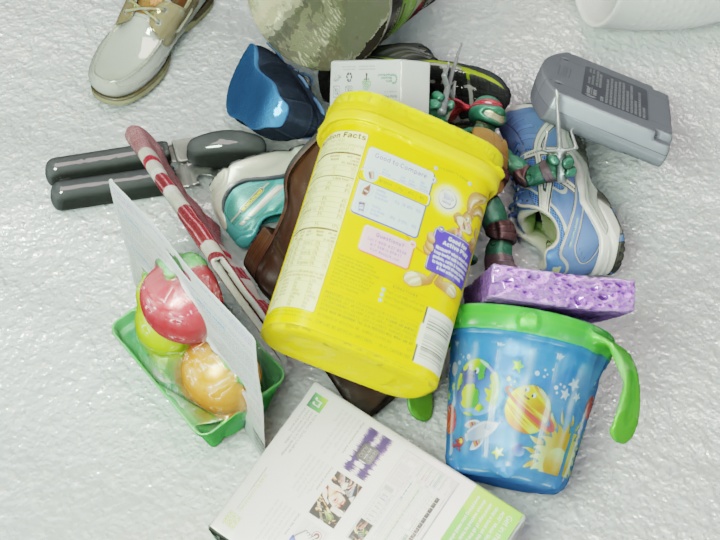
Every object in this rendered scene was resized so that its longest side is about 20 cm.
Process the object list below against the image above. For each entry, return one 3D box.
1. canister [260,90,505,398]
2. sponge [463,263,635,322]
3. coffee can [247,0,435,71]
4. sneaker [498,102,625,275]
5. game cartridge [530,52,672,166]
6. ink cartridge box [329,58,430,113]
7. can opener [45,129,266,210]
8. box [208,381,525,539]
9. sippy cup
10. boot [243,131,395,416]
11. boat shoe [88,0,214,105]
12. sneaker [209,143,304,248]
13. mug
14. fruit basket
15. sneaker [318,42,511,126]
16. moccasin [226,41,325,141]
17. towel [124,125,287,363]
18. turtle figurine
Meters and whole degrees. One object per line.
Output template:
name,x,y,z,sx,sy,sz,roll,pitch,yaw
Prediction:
canister,0.017,-0.018,1.076,0.148,0.087,0.201,22,67,-12
sponge,0.148,0.023,1.138,0.111,0.200,0.030,5,84,-2
coffee can,-0.004,-0.294,1.350,0.146,0.147,0.200,24,33,12
sneaker,0.170,-0.078,1.285,0.077,0.076,0.200,-11,53,-19
game cartridge,0.227,-0.158,1.317,0.133,0.041,0.200,26,22,2
ink cartridge box,0.013,-0.082,1.207,0.039,0.201,0.099,-1,7,-40
can opener,-0.187,-0.100,1.275,0.199,0.067,0.053,-12,61,-12
box,0.005,0.196,1.063,0.200,0.036,0.144,31,71,18
sippy cup,0.125,0.105,1.100,0.139,0.178,0.131,14,77,-15
boot,0.000,0.000,1.153,0.064,0.187,0.200,-3,43,-43
boat shoe,-0.210,-0.249,1.381,0.075,0.069,0.200,20,53,10
sneaker,-0.040,-0.074,1.277,0.199,0.078,0.080,-18,82,-20
mug,0.334,-0.337,1.427,0.175,0.200,0.148,0,57,-15
fruit basket,-0.125,0.041,1.085,0.094,0.200,0.185,-32,61,-25
sneaker,0.058,-0.187,1.336,0.199,0.074,0.081,15,42,31
moccasin,-0.079,-0.155,1.300,0.068,0.081,0.200,18,20,-21
towel,-0.123,-0.024,1.145,0.023,0.144,0.200,-36,45,-3
turtle figurine,0.113,-0.091,1.228,0.149,0.101,0.201,11,73,-13
